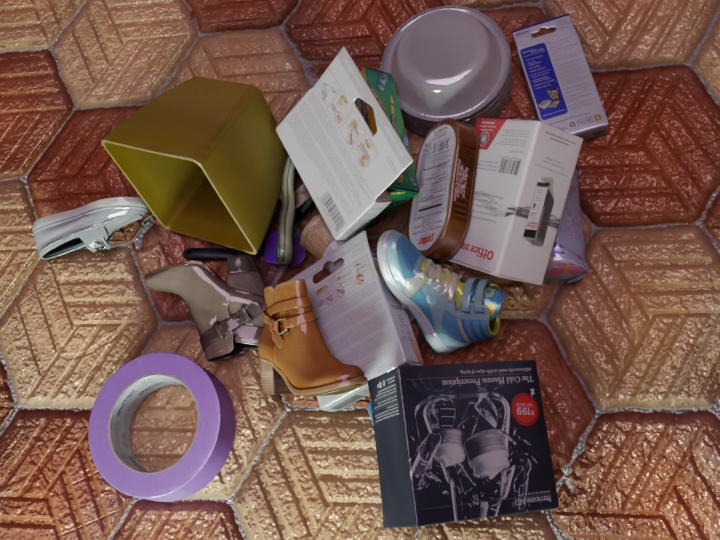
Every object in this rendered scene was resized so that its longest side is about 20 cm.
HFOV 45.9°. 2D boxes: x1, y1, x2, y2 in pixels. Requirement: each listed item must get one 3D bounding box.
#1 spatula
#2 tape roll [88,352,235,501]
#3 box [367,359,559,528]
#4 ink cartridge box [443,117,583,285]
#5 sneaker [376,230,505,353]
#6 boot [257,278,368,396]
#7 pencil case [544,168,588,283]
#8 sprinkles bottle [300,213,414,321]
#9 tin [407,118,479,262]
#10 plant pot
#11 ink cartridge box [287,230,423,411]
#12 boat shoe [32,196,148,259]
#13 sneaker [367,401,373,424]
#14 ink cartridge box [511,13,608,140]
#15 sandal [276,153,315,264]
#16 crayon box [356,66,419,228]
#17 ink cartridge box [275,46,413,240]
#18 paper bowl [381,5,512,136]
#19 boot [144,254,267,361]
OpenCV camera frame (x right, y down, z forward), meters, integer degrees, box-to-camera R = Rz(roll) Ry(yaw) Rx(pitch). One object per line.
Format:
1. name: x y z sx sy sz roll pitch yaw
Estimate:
1. spatula: -0.179 -0.029 1.299 0.197 0.021 0.057 -4 58 13
2. tape roll: -0.282 0.222 1.211 0.197 0.066 0.203 -4 70 10
3. box: 0.124 0.213 1.051 0.197 0.104 0.185 -1 75 -22
4. ink cartridge box: 0.199 -0.094 1.143 0.082 0.146 0.203 13 95 -28
5. sneaker: 0.117 0.017 1.120 0.130 0.201 0.080 -16 32 40
6. boot: -0.072 0.089 1.146 0.198 0.073 0.157 -6 82 42
7. pencil case: 0.271 -0.085 1.191 0.083 0.090 0.203 -17 63 41
8. sprinkles bottle: 0.000 0.000 1.226 0.068 0.068 0.200 -46 68 -6
9. tin: 0.112 -0.113 1.187 0.041 0.112 0.203 13 78 -23
10. plant pot: -0.219 -0.171 1.261 0.198 0.201 0.177 15 60 32
11. ink cartridge box: -0.013 0.073 1.186 0.161 0.050 0.202 -32 60 29
12. boat shoe: -0.423 -0.063 1.346 0.198 0.070 0.073 -14 79 11
13. sneaker: 0.053 0.230 1.140 0.104 0.076 0.202 7 65 27
14. ink cartridge box: 0.298 -0.284 1.281 0.093 0.037 0.203 -15 71 7
15. sandal: -0.091 -0.103 1.281 0.056 0.080 0.204 5 71 -2
16. crayon box: 0.011 -0.180 1.258 0.118 0.058 0.203 -34 60 45
17. ink cartridge box: -0.017 -0.174 1.183 0.176 0.044 0.202 -42 68 35
18. paper bowl: 0.129 -0.310 1.290 0.198 0.104 0.204 -4 71 11
19. boot: -0.224 0.061 1.256 0.197 0.070 0.148 -11 75 14
